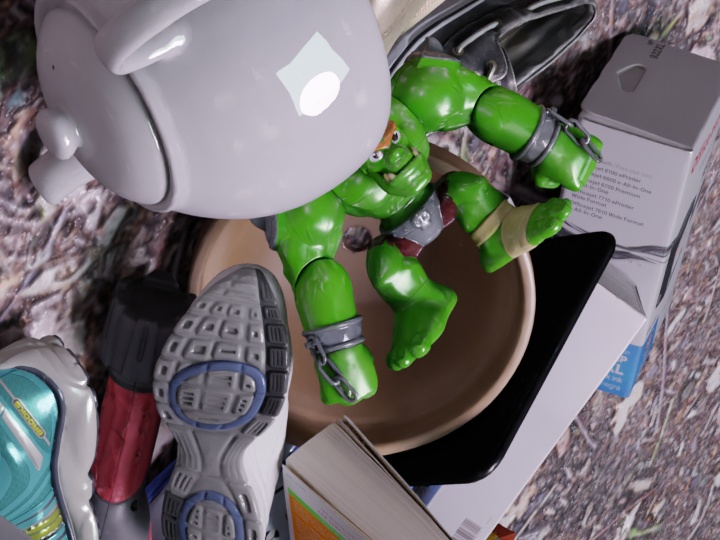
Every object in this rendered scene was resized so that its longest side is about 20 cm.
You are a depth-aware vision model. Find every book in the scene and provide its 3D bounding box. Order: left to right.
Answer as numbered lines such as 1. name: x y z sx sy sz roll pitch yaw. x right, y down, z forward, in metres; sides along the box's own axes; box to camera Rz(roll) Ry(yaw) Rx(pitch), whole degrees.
1. book: 0.015 0.189 1.499 0.048 0.134 0.200 -37 156 -21

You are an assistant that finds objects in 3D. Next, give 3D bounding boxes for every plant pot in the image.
1. plant pot: 0.000 0.000 1.485 0.093 0.200 0.202 -91 -166 -62

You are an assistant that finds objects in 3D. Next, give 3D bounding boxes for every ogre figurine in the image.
1. ogre figurine: 0.025 -0.033 1.361 0.200 0.120 0.098 -41 -170 8

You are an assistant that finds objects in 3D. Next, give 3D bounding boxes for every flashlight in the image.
1. flashlight: -0.136 0.104 1.443 0.068 0.068 0.201 -14 130 -42

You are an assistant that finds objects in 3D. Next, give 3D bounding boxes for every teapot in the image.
1. teapot: -0.088 -0.100 1.209 0.146 0.197 0.201 -32 132 -22

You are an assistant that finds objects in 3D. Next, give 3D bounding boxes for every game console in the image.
1. game console: 0.074 0.085 1.588 0.200 0.116 0.176 -58 156 -32

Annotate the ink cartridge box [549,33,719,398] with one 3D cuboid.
1. ink cartridge box: 0.184 -0.039 1.752 0.145 0.083 0.201 -54 159 -56

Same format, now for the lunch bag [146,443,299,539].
1. lunch bag: -0.062 0.168 1.608 0.160 0.075 0.200 -48 149 -19

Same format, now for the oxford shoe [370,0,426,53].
1. oxford shoe: -0.029 -0.098 1.355 0.074 0.071 0.200 12 136 -35

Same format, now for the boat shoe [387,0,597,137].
1. boat shoe: 0.067 -0.126 1.539 0.200 0.071 0.072 -43 148 -25

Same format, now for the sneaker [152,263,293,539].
1. sneaker: -0.072 0.072 1.416 0.087 0.074 0.201 -69 172 -51

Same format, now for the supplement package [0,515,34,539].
1. supplement package: -0.264 0.226 1.269 0.200 0.147 0.192 -32 142 -40

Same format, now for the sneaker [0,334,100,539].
1. sneaker: -0.191 0.121 1.389 0.079 0.078 0.201 -17 129 -25

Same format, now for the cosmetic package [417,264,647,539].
1. cosmetic package: 0.107 0.086 1.668 0.200 0.051 0.083 -55 -174 13

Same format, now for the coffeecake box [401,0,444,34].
1. coffeecake box: 0.031 -0.247 1.367 0.153 0.073 0.201 -40 146 -29

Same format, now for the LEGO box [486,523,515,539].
1. LEGO box: 0.011 0.265 1.815 0.149 0.077 0.201 -9 124 -55

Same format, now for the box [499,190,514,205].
1. box: 0.043 0.045 1.701 0.200 0.035 0.110 -54 151 -10
